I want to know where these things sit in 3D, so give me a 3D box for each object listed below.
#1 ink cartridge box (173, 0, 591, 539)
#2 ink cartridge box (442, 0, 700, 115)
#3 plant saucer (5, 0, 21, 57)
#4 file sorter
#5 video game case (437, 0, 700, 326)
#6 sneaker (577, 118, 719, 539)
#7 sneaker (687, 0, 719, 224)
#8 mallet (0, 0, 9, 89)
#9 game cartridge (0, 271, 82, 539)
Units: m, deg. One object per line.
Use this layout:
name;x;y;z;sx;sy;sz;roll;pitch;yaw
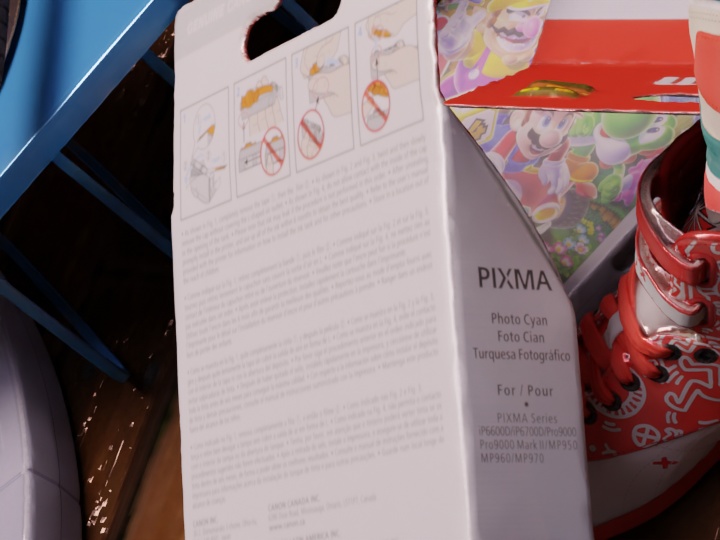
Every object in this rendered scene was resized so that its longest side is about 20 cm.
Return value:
ink cartridge box;0.000;0.000;0.798;0.160;0.047;0.201;-19;70;56
ink cartridge box;0.130;-0.084;0.739;0.159;0.200;0.048;3;106;25
plant saucer;-0.207;-0.074;0.935;0.199;0.032;0.201;-20;52;28
file sorter;-0.083;-0.083;0.953;0.200;0.123;0.139;-49;45;0
video game case;0.077;-0.068;0.889;0.200;0.018;0.143;-47;44;-2
sneaker;0.090;0.011;0.769;0.201;0.108;0.067;-26;49;22
sneaker;0.125;-0.092;0.633;0.070;0.094;0.200;2;33;24
mallet;-0.114;-0.110;0.872;0.065;0.041;0.201;-10;56;4
game cartridge;-0.172;0.072;0.982;0.133;0.041;0.200;-34;47;9
